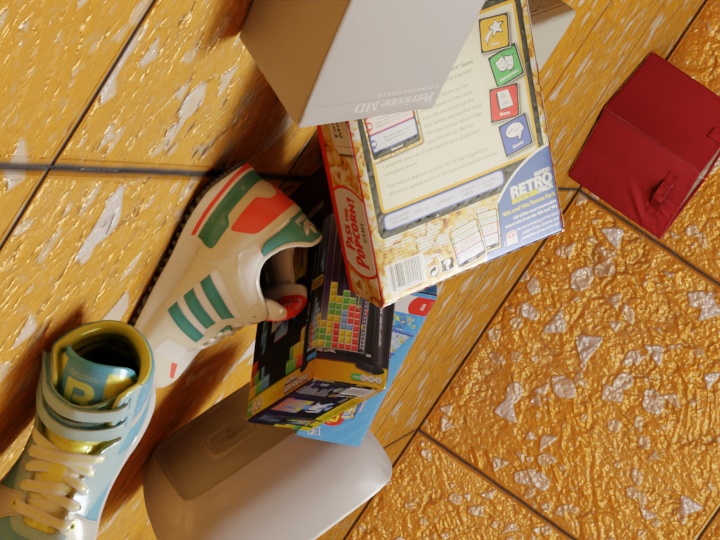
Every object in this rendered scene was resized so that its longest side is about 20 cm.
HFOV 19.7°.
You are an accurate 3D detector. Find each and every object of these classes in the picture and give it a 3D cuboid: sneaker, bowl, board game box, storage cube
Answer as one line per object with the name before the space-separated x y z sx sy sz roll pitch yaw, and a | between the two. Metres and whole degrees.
sneaker | -0.188 0.116 1.285 0.131 0.079 0.200 106 4 -62
bowl | -0.091 0.163 1.712 0.200 0.075 0.200 -34 -156 -6
board game box | 0.049 -0.095 1.362 0.151 0.046 0.200 -22 116 -24
board game box | -0.027 0.019 1.491 0.200 0.057 0.166 142 -46 -69
storage cube | 0.458 -0.194 3.207 0.200 0.180 0.171 -47 168 -39
sneaker | -0.092 0.023 1.423 0.070 0.093 0.200 -42 163 -55
board game box | 0.000 0.000 1.628 0.196 0.056 0.200 115 -20 -45

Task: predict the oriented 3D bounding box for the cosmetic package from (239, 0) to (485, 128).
cosmetic package | 0.016 -0.182 1.180 0.107 0.090 0.200 -12 143 -31

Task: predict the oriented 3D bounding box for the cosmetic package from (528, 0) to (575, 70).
cosmetic package | 0.083 -0.186 1.557 0.073 0.103 0.200 -58 170 21
